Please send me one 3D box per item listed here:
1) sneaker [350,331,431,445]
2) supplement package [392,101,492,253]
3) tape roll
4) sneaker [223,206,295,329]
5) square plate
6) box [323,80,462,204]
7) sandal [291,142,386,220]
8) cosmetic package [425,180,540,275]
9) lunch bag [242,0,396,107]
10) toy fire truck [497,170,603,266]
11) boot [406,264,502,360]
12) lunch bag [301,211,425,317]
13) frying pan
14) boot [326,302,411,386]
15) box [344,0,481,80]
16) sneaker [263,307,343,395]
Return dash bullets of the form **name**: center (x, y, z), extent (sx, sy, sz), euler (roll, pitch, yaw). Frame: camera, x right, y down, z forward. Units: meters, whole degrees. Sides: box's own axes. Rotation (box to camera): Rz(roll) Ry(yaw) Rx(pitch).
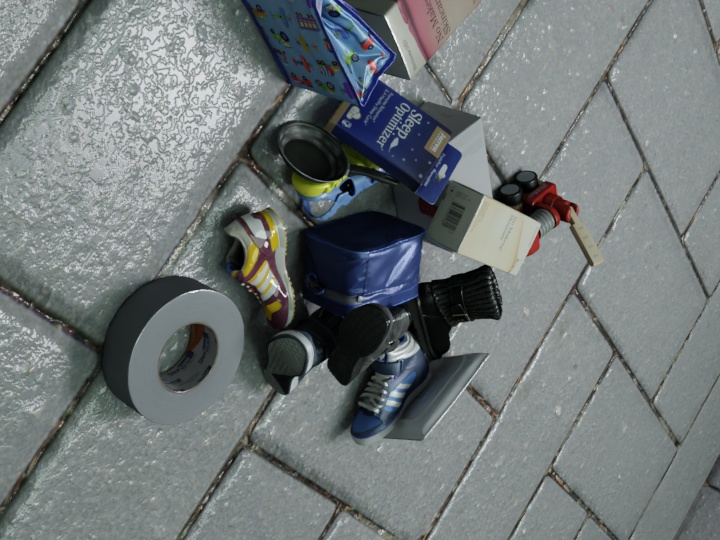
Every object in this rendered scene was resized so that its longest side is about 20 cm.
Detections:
- **sneaker**: center (0.032, 0.190, 1.847), extent (0.200, 0.080, 0.147), euler (-45, 128, -20)
- **supplement package**: center (0.131, -0.153, 1.746), extent (0.120, 0.121, 0.201), euler (-39, 133, -29)
- **tape roll**: center (-0.259, 0.111, 1.481), extent (0.200, 0.066, 0.201), euler (-25, 126, -40)
- **sneaker**: center (-0.154, 0.006, 1.553), extent (0.090, 0.075, 0.201), euler (-20, 122, -24)
- **square plate**: center (0.123, 0.221, 1.898), extent (0.028, 0.198, 0.200), euler (45, 70, -11)
- **box**: center (0.057, -0.200, 1.587), extent (0.121, 0.200, 0.032), euler (-59, -173, -33)
- **sandal**: center (-0.025, -0.139, 1.622), extent (0.200, 0.079, 0.087), euler (-26, 138, -33)
- **cosmetic package**: center (0.201, -0.066, 1.715), extent (0.200, 0.073, 0.104), euler (16, 101, -52)
- **lunch bag**: center (-0.071, -0.324, 1.409), extent (0.094, 0.150, 0.200), euler (-58, 140, -11)
- **toy fire truck**: center (0.338, -0.073, 1.957), extent (0.176, 0.200, 0.129), euler (-37, 132, -31)
- **boot**: center (0.173, 0.078, 1.845), extent (0.211, 0.157, 0.080), euler (66, 14, -54)
- **lunch bag**: center (0.000, 0.000, 1.662), extent (0.200, 0.136, 0.133), euler (-18, 121, -41)
- **frying pan**: center (-0.040, -0.168, 1.556), extent (0.189, 0.115, 0.031), euler (2, 144, -36)
- **boot**: center (0.028, 0.085, 1.605), extent (0.131, 0.070, 0.200), euler (-32, 167, -35)
- **box**: center (0.075, -0.401, 1.570), extent (0.200, 0.109, 0.128), euler (-50, 139, -19)
- **sneaker**: center (-0.073, 0.103, 1.628), extent (0.146, 0.077, 0.202), euler (-42, 174, -24)
